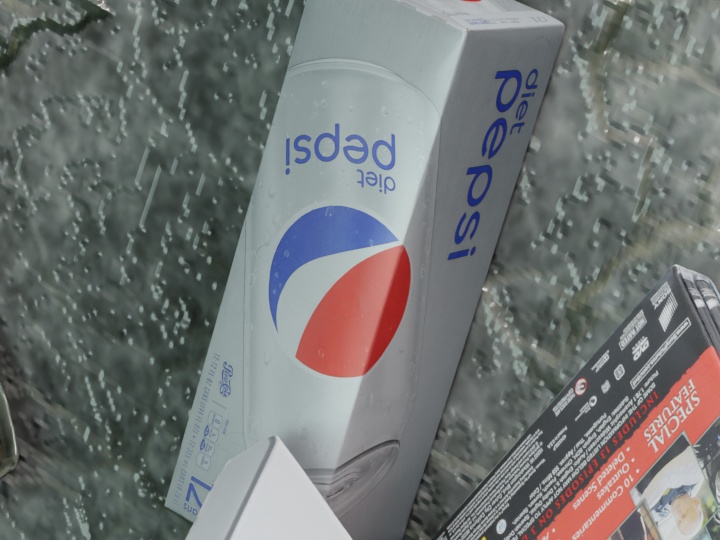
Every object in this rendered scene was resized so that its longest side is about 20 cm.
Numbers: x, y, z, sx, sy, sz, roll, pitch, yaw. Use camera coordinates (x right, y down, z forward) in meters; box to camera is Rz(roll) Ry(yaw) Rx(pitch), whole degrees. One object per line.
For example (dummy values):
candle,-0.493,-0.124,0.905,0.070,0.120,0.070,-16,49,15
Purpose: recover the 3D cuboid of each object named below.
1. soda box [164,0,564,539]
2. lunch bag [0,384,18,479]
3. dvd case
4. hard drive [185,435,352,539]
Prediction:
soda box,0.000,0.000,0.906,0.063,0.068,0.201,26,109,28
lunch bag,-0.237,0.032,1.041,0.164,0.117,0.201,-30,85,32
dvd case,0.091,0.116,0.829,0.146,0.022,0.201,-51,36,27
hard drive,0.010,0.161,0.839,0.027,0.132,0.200,-31,103,20
